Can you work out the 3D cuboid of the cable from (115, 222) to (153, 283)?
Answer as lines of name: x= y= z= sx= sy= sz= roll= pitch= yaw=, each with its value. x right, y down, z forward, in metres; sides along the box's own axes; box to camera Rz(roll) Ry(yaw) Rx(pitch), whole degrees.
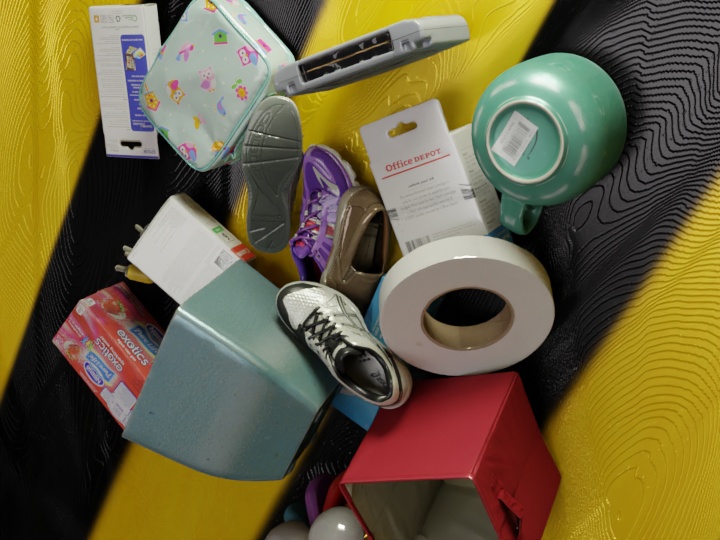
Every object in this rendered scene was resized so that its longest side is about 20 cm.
cable: x=-0.244 y=0.003 z=1.580 sx=0.199 sy=0.050 sz=0.098 roll=29 pitch=102 yaw=6

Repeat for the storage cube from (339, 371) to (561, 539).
storage cube: x=0.112 y=0.244 z=1.325 sx=0.198 sy=0.180 sz=0.172 roll=-9 pitch=120 yaw=32

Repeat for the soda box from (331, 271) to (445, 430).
soda box: x=0.032 y=0.096 z=1.418 sx=0.068 sy=0.064 sz=0.201 roll=33 pitch=119 yaw=17

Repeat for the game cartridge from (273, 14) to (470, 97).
game cartridge: x=0.015 y=-0.240 z=1.274 sx=0.199 sy=0.133 sz=0.042 roll=-14 pitch=99 yaw=32

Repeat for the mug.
mug: x=0.198 y=-0.131 z=1.212 sx=0.151 sy=0.114 sz=0.187 roll=-8 pitch=101 yaw=32

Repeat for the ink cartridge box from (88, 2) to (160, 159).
ink cartridge box: x=-0.306 y=-0.252 z=1.522 sx=0.094 sy=0.037 sz=0.202 roll=6 pitch=106 yaw=28

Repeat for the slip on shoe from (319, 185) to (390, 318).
slip on shoe: x=0.000 y=0.000 z=1.380 sx=0.061 sy=0.075 sz=0.202 roll=40 pitch=125 yaw=51

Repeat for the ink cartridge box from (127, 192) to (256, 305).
ink cartridge box: x=-0.200 y=0.003 z=1.517 sx=0.200 sy=0.050 sz=0.109 roll=41 pitch=108 yaw=3

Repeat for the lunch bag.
lunch bag: x=-0.179 y=-0.229 z=1.428 sx=0.160 sy=0.077 sz=0.200 roll=45 pitch=123 yaw=9

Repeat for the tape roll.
tape roll: x=0.119 y=0.044 z=1.296 sx=0.200 sy=0.037 sz=0.204 roll=0 pitch=136 yaw=0

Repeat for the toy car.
toy car: x=-0.026 y=0.335 z=1.493 sx=0.199 sy=0.174 sz=0.151 roll=-24 pitch=58 yaw=35

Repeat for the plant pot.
plant pot: x=-0.136 y=0.141 z=1.399 sx=0.199 sy=0.196 sz=0.197 roll=30 pitch=114 yaw=5

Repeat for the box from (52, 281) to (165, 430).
box: x=-0.329 y=0.129 z=1.625 sx=0.200 sy=0.095 sz=0.100 roll=48 pitch=123 yaw=9

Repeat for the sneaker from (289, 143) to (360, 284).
sneaker: x=-0.048 y=-0.053 z=1.397 sx=0.080 sy=0.083 sz=0.202 roll=12 pitch=112 yaw=41

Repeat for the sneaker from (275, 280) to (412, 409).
sneaker: x=-0.021 y=0.081 z=1.327 sx=0.200 sy=0.088 sz=0.076 roll=39 pitch=96 yaw=11

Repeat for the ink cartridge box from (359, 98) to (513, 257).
ink cartridge box: x=0.090 y=-0.092 z=1.318 sx=0.115 sy=0.067 sz=0.202 roll=-16 pitch=97 yaw=32

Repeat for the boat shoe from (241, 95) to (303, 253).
boat shoe: x=-0.108 y=-0.123 z=1.418 sx=0.074 sy=0.065 sz=0.204 roll=3 pitch=118 yaw=1
